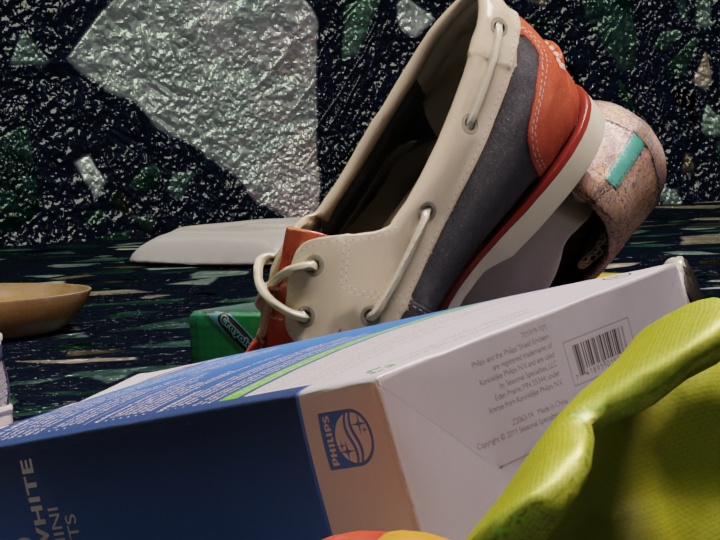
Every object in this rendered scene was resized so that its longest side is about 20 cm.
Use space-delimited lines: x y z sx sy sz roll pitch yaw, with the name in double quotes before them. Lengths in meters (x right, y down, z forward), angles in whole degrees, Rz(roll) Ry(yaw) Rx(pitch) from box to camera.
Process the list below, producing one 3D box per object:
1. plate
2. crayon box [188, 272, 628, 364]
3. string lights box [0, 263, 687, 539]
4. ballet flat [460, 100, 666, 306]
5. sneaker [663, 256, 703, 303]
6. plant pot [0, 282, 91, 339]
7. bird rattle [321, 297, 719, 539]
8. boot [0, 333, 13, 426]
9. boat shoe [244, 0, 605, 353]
"plate" -0.067 -0.027 2.512 0.199 0.032 0.200 2 6 45
"crayon box" 0.038 0.037 1.225 0.119 0.058 0.200 0 4 39
"string lights box" -0.021 0.050 0.696 0.103 0.059 0.200 -19 4 -42
"ballet flat" 0.030 0.017 1.021 0.068 0.200 0.067 35 34 -6
"sneaker" 0.082 0.043 1.010 0.083 0.081 0.200 -15 -3 16
"plant pot" -0.270 0.028 1.831 0.200 0.028 0.200 -2 3 0
"bird rattle" -0.007 0.085 0.515 0.200 0.113 0.163 -15 -11 14
"boot" -0.199 0.037 1.139 0.073 0.090 0.200 -2 4 15
"boat shoe" 0.000 0.000 0.931 0.063 0.200 0.071 46 -14 -33
